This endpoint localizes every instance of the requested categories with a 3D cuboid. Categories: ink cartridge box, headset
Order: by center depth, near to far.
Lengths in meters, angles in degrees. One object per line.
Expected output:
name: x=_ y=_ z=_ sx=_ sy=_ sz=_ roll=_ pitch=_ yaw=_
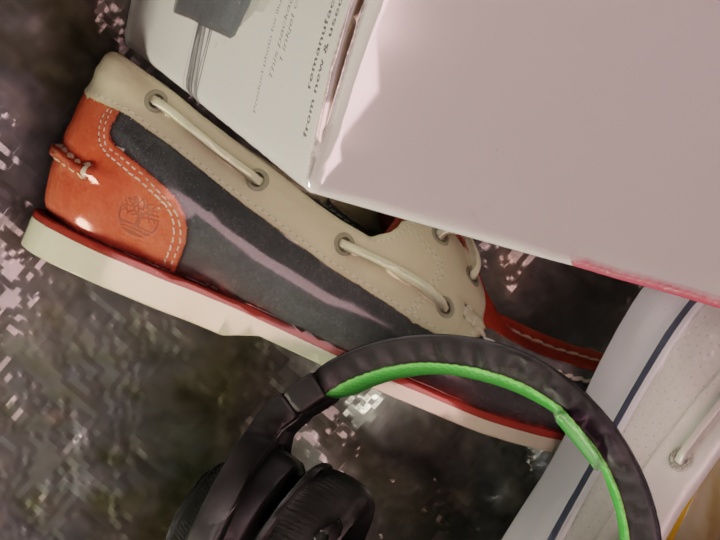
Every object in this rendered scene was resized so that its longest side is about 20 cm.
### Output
ink cartridge box: x=0.032 y=-0.062 z=0.664 sx=0.145 sy=0.200 sz=0.085 roll=15 pitch=101 yaw=-21
headset: x=-0.010 y=0.103 z=0.675 sx=0.200 sy=0.094 sz=0.124 roll=-40 pitch=80 yaw=4

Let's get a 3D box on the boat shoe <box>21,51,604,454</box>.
boat shoe: x=0.000 y=0.000 z=0.740 sx=0.199 sy=0.071 sz=0.063 roll=22 pitch=92 yaw=-17

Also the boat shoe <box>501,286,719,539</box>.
boat shoe: x=0.091 y=0.100 z=0.728 sx=0.075 sy=0.086 sz=0.202 roll=24 pitch=94 yaw=-48
